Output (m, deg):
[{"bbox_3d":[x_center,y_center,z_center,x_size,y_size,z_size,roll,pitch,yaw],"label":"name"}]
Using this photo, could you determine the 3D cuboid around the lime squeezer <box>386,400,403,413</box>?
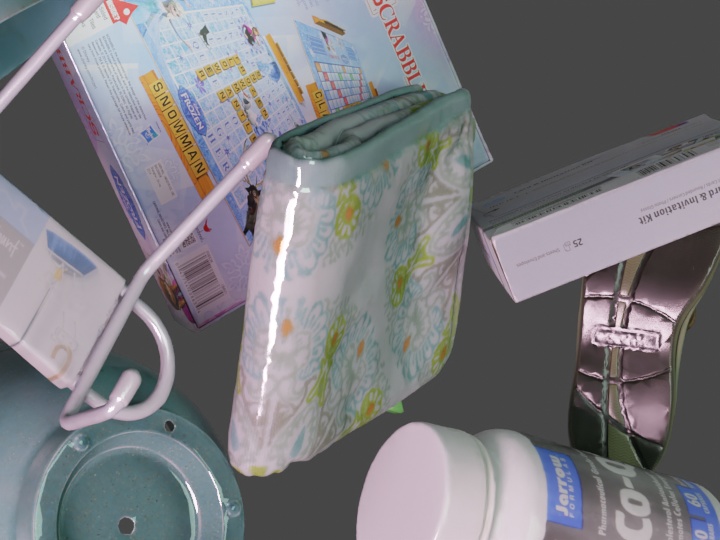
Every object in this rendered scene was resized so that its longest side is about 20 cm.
[{"bbox_3d":[0.011,-0.024,1.536,0.070,0.038,0.202,12,78,-29],"label":"lime squeezer"}]

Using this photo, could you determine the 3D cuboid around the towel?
[{"bbox_3d":[0.000,0.000,1.394,0.200,0.048,0.173,-26,126,-59],"label":"towel"}]

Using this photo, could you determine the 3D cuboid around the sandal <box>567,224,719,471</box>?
[{"bbox_3d":[0.167,0.027,1.616,0.079,0.057,0.203,15,92,10],"label":"sandal"}]

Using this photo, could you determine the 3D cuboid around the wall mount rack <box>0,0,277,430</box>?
[{"bbox_3d":[-0.135,-0.028,1.284,0.200,0.074,0.174,42,54,-24],"label":"wall mount rack"}]

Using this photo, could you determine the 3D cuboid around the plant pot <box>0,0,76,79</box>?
[{"bbox_3d":[-0.251,-0.151,1.307,0.200,0.200,0.162,-34,90,-29],"label":"plant pot"}]

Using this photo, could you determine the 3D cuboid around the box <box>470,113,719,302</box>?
[{"bbox_3d":[0.141,-0.038,1.493,0.155,0.200,0.041,-21,97,0],"label":"box"}]

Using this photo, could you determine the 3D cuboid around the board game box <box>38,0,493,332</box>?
[{"bbox_3d":[-0.052,-0.102,1.455,0.199,0.041,0.201,-29,109,-17],"label":"board game box"}]

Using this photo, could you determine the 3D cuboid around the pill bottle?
[{"bbox_3d":[0.104,0.155,1.530,0.199,0.114,0.115,17,76,-29],"label":"pill bottle"}]

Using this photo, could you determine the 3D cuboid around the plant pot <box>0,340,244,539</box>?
[{"bbox_3d":[-0.140,0.132,1.373,0.199,0.134,0.202,3,84,-30],"label":"plant pot"}]
